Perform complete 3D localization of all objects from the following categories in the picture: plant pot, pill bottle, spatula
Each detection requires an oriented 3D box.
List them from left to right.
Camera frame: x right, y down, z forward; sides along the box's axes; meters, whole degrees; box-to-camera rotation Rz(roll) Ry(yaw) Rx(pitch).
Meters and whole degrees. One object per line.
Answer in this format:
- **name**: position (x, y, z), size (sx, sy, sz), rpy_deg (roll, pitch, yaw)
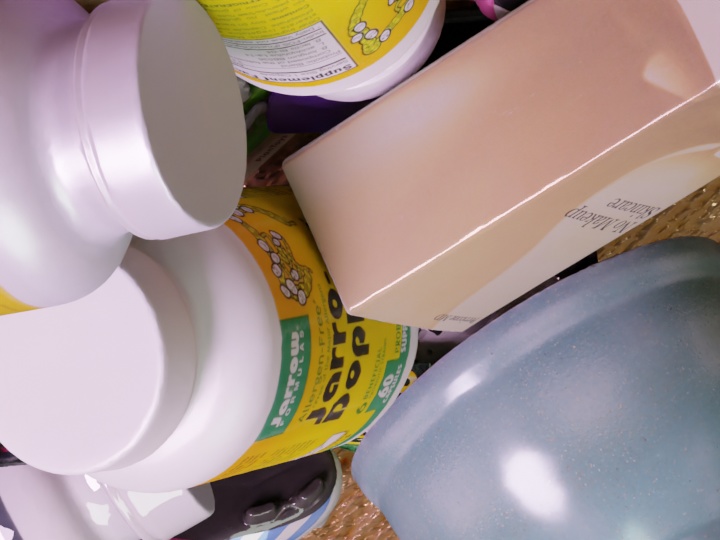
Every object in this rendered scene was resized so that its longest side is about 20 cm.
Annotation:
- **pill bottle**: position (-0.145, -0.037, 0.963), size (0.199, 0.113, 0.112), rpy_deg (-10, 157, 23)
- **pill bottle**: position (-0.174, 0.116, 1.284), size (0.199, 0.120, 0.120), rpy_deg (-27, 151, 4)
- **spatula**: position (-0.069, -0.046, 1.120), size (0.199, 0.021, 0.057), rpy_deg (-19, 162, -12)
- **pill bottle**: position (-0.064, 0.025, 1.090), size (0.113, 0.113, 0.200), rpy_deg (-38, 167, 22)
- **pill bottle**: position (-0.029, -0.126, 1.005), size (0.104, 0.105, 0.200), rpy_deg (-29, 159, 7)
- **plant pot**: position (0.114, 0.097, 1.272), size (0.199, 0.135, 0.201), rpy_deg (-27, 160, -11)

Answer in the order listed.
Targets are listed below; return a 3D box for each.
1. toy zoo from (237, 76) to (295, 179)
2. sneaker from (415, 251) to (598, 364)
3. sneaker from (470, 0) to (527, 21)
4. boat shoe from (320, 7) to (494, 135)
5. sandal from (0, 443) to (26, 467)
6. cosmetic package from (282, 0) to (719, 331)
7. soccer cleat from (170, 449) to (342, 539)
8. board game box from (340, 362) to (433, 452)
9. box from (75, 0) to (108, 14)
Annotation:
- **toy zoo**: position (-0.107, -0.055, 1.118), size (0.199, 0.021, 0.131), rpy_deg (-4, 153, -44)
- **sneaker**: position (0.053, 0.006, 1.294), size (0.088, 0.074, 0.200), rpy_deg (-11, 152, -15)
- **sneaker**: position (0.130, -0.156, 1.125), size (0.199, 0.074, 0.088), rpy_deg (-17, 147, -17)
- **boat shoe**: position (0.078, -0.086, 1.202), size (0.199, 0.069, 0.057), rpy_deg (-10, 147, -20)
- **sandal**: position (-0.132, 0.061, 1.199), size (0.200, 0.045, 0.075), rpy_deg (-49, 173, -5)
- **cosmetic package**: position (0.082, -0.056, 1.086), size (0.200, 0.071, 0.105), rpy_deg (-33, 160, 25)
- **soccer cleat**: position (-0.102, 0.140, 1.428), size (0.199, 0.070, 0.086), rpy_deg (-18, 157, -9)
- **board game box**: position (0.018, 0.070, 1.373), size (0.104, 0.024, 0.200), rpy_deg (0, 170, 22)
- **box**: position (-0.158, -0.109, 1.031), size (0.163, 0.021, 0.200), rpy_deg (-22, 152, -4)
